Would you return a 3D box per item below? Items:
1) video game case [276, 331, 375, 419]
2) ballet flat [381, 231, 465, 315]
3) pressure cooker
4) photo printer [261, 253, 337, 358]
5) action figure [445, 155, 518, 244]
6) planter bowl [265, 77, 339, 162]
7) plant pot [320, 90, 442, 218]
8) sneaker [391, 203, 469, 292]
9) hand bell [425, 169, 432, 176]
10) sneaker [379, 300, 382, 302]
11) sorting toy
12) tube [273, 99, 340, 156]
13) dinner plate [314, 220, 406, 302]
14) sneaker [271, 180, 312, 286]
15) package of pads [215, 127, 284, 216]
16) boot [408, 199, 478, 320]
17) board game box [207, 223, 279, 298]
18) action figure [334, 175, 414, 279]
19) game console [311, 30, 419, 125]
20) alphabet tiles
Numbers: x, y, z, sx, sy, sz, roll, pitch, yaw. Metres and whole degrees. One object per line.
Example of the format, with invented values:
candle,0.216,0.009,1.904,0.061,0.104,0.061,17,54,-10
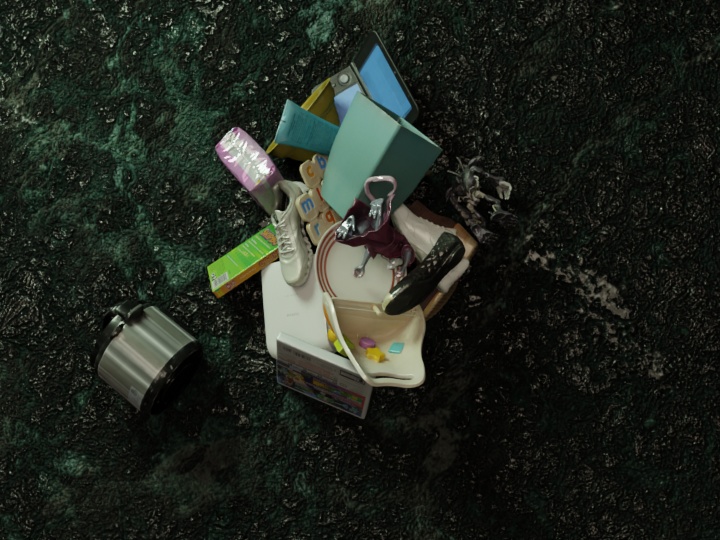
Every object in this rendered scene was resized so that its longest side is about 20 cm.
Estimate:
video game case,-0.070,0.204,1.277,0.195,0.184,0.023,21,55,7
ballet flat,0.111,0.009,1.208,0.199,0.067,0.056,-41,52,-16
pressure cooker,-0.430,0.159,1.309,0.198,0.179,0.178,35,90,7
photo printer,-0.117,0.078,1.323,0.162,0.069,0.207,-9,82,29
action figure,0.237,-0.139,1.324,0.119,0.100,0.203,-46,39,26
planter bowl,-0.100,-0.282,1.346,0.083,0.200,0.202,41,88,-17
plant pot,0.022,-0.192,1.243,0.141,0.139,0.203,45,109,37
sneaker,0.135,-0.061,1.286,0.098,0.078,0.202,-35,80,-6
hand bell,0.062,-0.129,1.359,0.102,0.104,0.205,24,99,8
sneaker,0.027,0.078,1.327,0.194,0.078,0.078,16,84,7
sorting toy,0.032,0.138,1.175,0.194,0.181,0.109,7,119,-24
tube,-0.073,-0.252,1.259,0.050,0.196,0.080,22,98,46
dinner plate,0.000,0.000,1.288,0.194,0.024,0.207,7,71,-22
sneaker,-0.138,-0.072,1.267,0.073,0.081,0.207,-8,81,25
package of pads,-0.205,-0.190,1.318,0.075,0.200,0.121,-40,79,-3
boot,0.127,-0.021,1.348,0.164,0.072,0.203,33,89,20
board game box,-0.222,-0.030,1.361,0.197,0.030,0.096,-36,37,2
action figure,0.036,-0.063,1.211,0.131,0.199,0.154,6,75,34
game console,0.005,-0.344,1.360,0.172,0.116,0.204,-28,81,1
alphabet tiles,-0.047,-0.138,1.316,0.199,0.014,0.200,-41,115,-40
